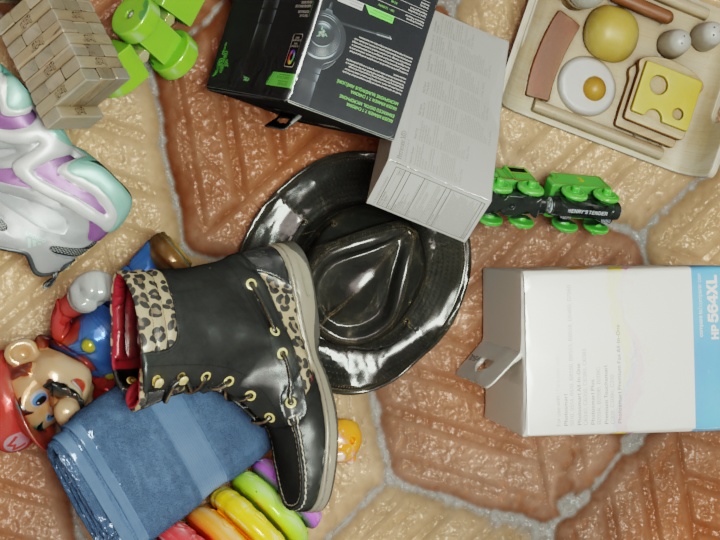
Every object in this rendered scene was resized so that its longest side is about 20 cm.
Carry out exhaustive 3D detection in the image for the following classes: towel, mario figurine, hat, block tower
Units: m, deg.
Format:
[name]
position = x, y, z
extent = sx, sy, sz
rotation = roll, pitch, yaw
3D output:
[towel]
position = -0.134, 0.117, 1.051
extent = 0.199, 0.048, 0.113
rotation = -34, 107, -27
[mario figurine]
position = -0.195, 0.070, 1.049
extent = 0.200, 0.106, 0.124
rotation = -40, 98, -8
[hat]
position = 0.000, 0.000, 1.090
extent = 0.198, 0.081, 0.203
rotation = 0, 90, -9
[block tower]
position = -0.243, -0.205, 1.033
extent = 0.058, 0.054, 0.202
rotation = -31, 81, 27

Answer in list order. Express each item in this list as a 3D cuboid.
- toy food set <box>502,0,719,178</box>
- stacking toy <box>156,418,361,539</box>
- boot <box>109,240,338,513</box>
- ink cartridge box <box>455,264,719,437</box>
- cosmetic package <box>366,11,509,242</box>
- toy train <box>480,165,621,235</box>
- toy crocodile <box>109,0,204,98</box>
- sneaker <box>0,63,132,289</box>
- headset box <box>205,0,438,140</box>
[toy food set]
position = 0.221, -0.175, 1.134
extent = 0.198, 0.060, 0.145
rotation = 19, 87, -8
[stacking toy]
position = -0.072, 0.189, 1.080
extent = 0.200, 0.109, 0.116
rotation = -46, 113, -17
[boot]
position = -0.098, 0.082, 1.003
extent = 0.149, 0.073, 0.203
rotation = -5, 87, -33
[ink cartridge box]
position = 0.182, 0.059, 1.096
extent = 0.197, 0.129, 0.127
rotation = 0, 90, -10
[cosmetic package]
position = 0.061, -0.116, 1.055
extent = 0.082, 0.051, 0.201
rotation = 23, 43, -10
[toy train]
position = 0.116, -0.061, 1.104
extent = 0.198, 0.057, 0.042
rotation = 4, 119, -22
[toy crocodile]
position = -0.144, -0.219, 1.079
extent = 0.201, 0.061, 0.067
rotation = -57, 139, -5
[sneaker]
position = -0.285, -0.072, 1.046
extent = 0.200, 0.078, 0.140
rotation = 45, 84, -5
[headset box]
position = -0.023, -0.197, 1.025
extent = 0.092, 0.174, 0.202
rotation = 16, 93, -27
